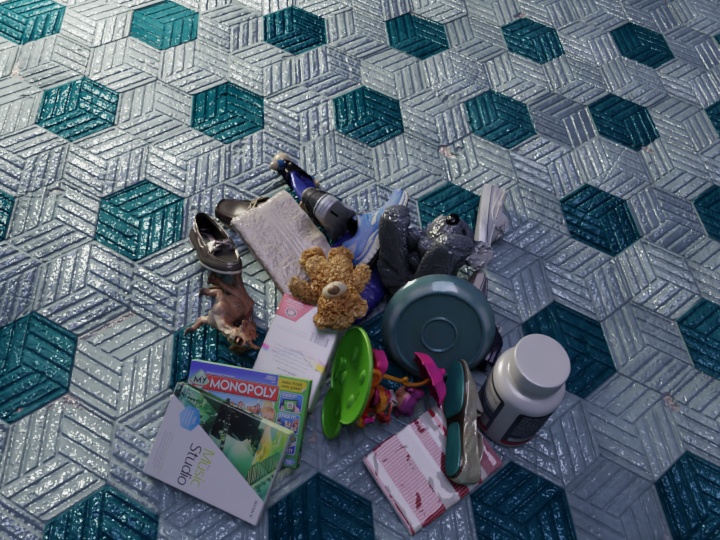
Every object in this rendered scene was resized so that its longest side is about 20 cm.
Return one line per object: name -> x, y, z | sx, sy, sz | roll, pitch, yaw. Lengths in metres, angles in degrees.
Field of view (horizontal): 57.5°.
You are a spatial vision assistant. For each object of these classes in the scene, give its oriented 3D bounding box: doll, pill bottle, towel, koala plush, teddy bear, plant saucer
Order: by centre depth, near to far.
pill bottle -> 0.265, 0.194, 1.069 | 0.116, 0.202, 0.122 | 4, 54, -5
towel -> 0.118, 0.314, 1.076 | 0.197, 0.023, 0.145 | -29, 66, -23
teddy bear -> -0.048, 0.013, 1.110 | 0.141, 0.068, 0.201 | 13, 33, 0
plant saucer -> 0.133, 0.105, 1.121 | 0.195, 0.205, 0.028 | 11, 23, 0
towel -> -0.136, -0.048, 1.208 | 0.131, 0.035, 0.201 | -32, 73, -27
koala plush -> 0.142, -0.036, 1.214 | 0.175, 0.187, 0.199 | 28, 38, 27
towel -> 0.000, 0.000, 1.264 | 0.147, 0.050, 0.200 | 41, 59, 12
doll -> -0.132, -0.187, 1.342 | 0.135, 0.049, 0.201 | 20, 24, -41

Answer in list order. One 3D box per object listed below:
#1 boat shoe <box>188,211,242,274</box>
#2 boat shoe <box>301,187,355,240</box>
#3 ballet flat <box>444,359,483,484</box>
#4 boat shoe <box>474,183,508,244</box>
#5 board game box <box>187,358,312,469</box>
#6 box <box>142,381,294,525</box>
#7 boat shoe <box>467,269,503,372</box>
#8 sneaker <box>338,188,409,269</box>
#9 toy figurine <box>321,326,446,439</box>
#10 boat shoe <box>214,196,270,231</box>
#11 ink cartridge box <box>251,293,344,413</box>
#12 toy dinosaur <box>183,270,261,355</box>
boat shoe -> -0.269, -0.052, 1.197 | 0.066, 0.058, 0.199 | -7, 25, -30
boat shoe -> -0.060, -0.116, 1.243 | 0.071, 0.200, 0.072 | 41, 86, 14
ballet flat -> 0.173, 0.251, 1.083 | 0.061, 0.067, 0.204 | 19, 61, -22
boat shoe -> 0.273, -0.101, 1.353 | 0.064, 0.074, 0.203 | 11, 55, 5
board game box -> -0.182, 0.225, 1.039 | 0.195, 0.029, 0.138 | 8, 85, 6
box -> -0.217, 0.277, 1.004 | 0.196, 0.036, 0.147 | 21, 86, 6
boat shoe -> 0.223, 0.094, 1.222 | 0.091, 0.075, 0.203 | 28, 57, -5
sneaker -> 0.025, -0.092, 1.250 | 0.088, 0.079, 0.201 | 32, 58, 6
toy figurine -> 0.052, 0.201, 1.079 | 0.180, 0.203, 0.151 | 11, 31, -24
boat shoe -> -0.191, -0.114, 1.295 | 0.195, 0.074, 0.076 | 12, 54, 0
ink cartridge box -> -0.112, 0.158, 1.101 | 0.114, 0.068, 0.204 | 21, 76, 8
toy dinosaur -> -0.222, 0.075, 1.161 | 0.133, 0.087, 0.202 | 23, 38, -5
